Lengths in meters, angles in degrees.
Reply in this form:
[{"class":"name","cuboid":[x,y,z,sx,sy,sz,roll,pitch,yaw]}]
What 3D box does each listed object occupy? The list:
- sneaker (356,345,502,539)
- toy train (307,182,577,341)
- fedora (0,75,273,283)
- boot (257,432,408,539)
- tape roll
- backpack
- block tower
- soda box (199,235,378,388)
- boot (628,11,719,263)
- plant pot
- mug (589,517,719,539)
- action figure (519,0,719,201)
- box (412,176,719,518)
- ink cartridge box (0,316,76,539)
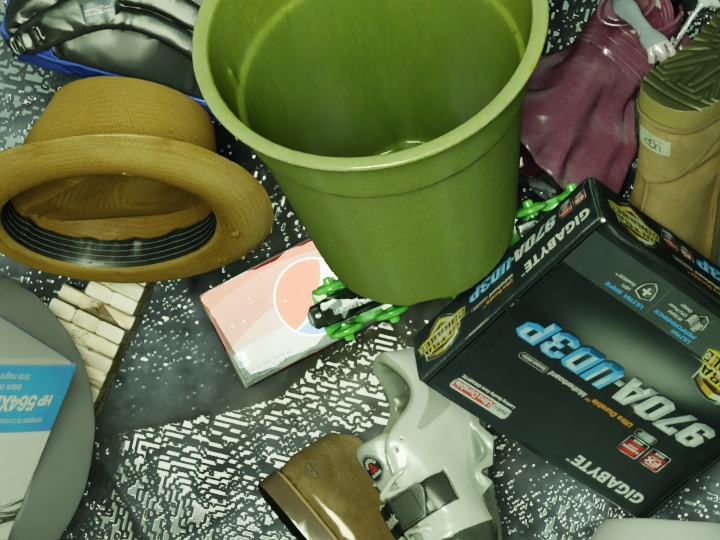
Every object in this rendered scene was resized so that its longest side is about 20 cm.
[{"class":"sneaker","cuboid":[0.038,0.141,1.629,0.088,0.074,0.201,7,61,-19]},{"class":"toy train","cuboid":[0.061,-0.006,1.607,0.199,0.056,0.042,-21,94,1]},{"class":"fedora","cuboid":[-0.147,-0.061,1.574,0.199,0.201,0.082,4,64,2]},{"class":"boot","cuboid":[0.026,0.190,1.661,0.075,0.074,0.200,-39,86,-12]},{"class":"tape roll","cuboid":[-0.265,0.099,1.631,0.199,0.066,0.201,-1,89,29]},{"class":"backpack","cuboid":[-0.101,-0.180,1.624,0.199,0.168,0.163,16,91,1]},{"class":"block tower","cuboid":[-0.166,0.018,1.676,0.058,0.054,0.201,25,89,3]},{"class":"soda box","cuboid":[0.000,0.000,1.668,0.199,0.063,0.070,-27,89,0]},{"class":"boot","cuboid":[0.218,-0.060,1.624,0.175,0.201,0.066,-27,51,-30]},{"class":"plant pot","cuboid":[0.021,-0.082,1.510,0.199,0.190,0.201,-6,54,8]},{"class":"mug","cuboid":[0.164,0.243,1.616,0.199,0.148,0.176,3,81,7]},{"class":"action figure","cuboid":[0.160,-0.135,1.666,0.149,0.134,0.200,31,84,35]},{"class":"box","cuboid":[0.157,0.052,1.595,0.200,0.046,0.159,34,118,-28]},{"class":"ink cartridge box","cuboid":[-0.277,0.112,1.552,0.146,0.084,0.201,28,102,27]}]
